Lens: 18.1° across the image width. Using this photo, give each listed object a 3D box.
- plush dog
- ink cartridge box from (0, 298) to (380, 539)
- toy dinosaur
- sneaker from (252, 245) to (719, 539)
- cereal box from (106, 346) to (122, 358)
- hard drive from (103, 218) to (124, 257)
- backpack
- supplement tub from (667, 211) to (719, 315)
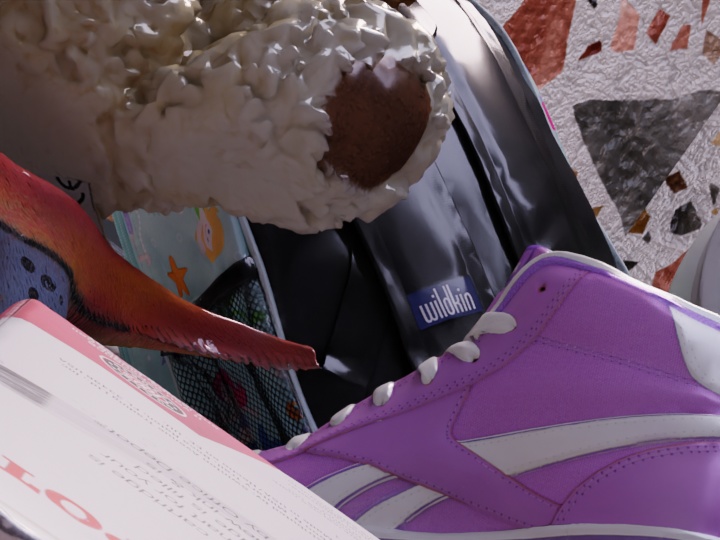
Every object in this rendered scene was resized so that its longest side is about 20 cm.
[{"bbox_3d":[-0.069,-0.104,0.686,0.200,0.160,0.172,44,43,-18],"label":"plush dog"},{"bbox_3d":[-0.036,0.086,0.414,0.145,0.085,0.200,35,1,-4],"label":"ink cartridge box"},{"bbox_3d":[-0.117,-0.025,0.592,0.105,0.199,0.182,42,-35,37],"label":"toy dinosaur"},{"bbox_3d":[0.021,0.051,0.659,0.199,0.115,0.073,-1,-26,17],"label":"sneaker"},{"bbox_3d":[-0.120,0.024,0.867,0.200,0.040,0.144,33,4,-39],"label":"cereal box"},{"bbox_3d":[-0.135,0.000,1.165,0.139,0.033,0.200,37,3,28],"label":"hard drive"},{"bbox_3d":[0.000,0.000,0.796,0.177,0.150,0.201,-15,83,-42],"label":"backpack"},{"bbox_3d":[0.185,0.046,0.863,0.145,0.145,0.200,36,-14,17],"label":"supplement tub"}]
